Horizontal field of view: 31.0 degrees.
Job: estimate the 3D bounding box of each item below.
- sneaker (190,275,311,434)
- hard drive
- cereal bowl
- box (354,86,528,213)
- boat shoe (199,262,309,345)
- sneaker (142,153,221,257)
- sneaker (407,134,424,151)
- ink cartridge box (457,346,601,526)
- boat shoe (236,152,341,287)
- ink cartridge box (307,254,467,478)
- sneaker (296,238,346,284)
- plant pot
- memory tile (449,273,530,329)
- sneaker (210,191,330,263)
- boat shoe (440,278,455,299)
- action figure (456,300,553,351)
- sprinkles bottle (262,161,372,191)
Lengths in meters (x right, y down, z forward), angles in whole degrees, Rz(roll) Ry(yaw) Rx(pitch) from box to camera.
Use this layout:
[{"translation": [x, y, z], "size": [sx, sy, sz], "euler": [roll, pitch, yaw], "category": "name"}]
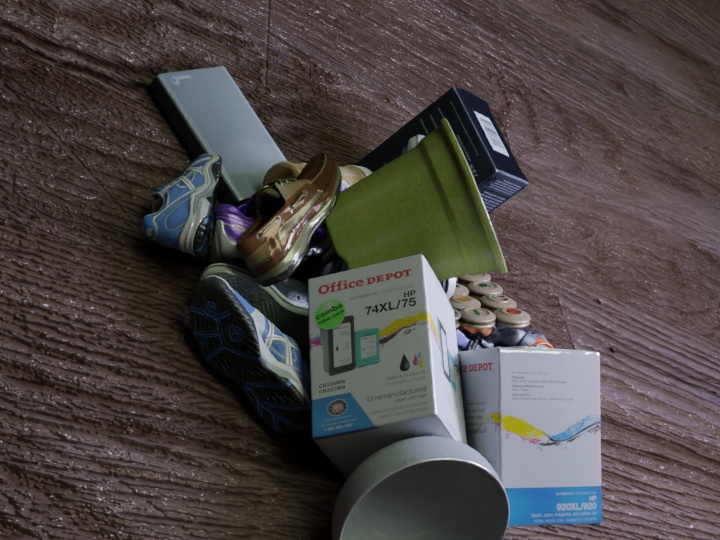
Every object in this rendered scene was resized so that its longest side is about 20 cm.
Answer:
[{"translation": [-0.119, 0.091, 1.467], "size": [0.201, 0.075, 0.077], "euler": [56, 27, -8], "category": "sneaker"}, {"translation": [-0.176, -0.176, 1.700], "size": [0.201, 0.033, 0.139], "euler": [56, 34, 10], "category": "hard drive"}, {"translation": [0.059, 0.258, 1.413], "size": [0.199, 0.201, 0.084], "euler": [27, 22, -29], "category": "cereal bowl"}, {"translation": [0.111, -0.134, 1.831], "size": [0.104, 0.199, 0.149], "euler": [12, 48, -56], "category": "box"}, {"translation": [-0.113, 0.031, 1.539], "size": [0.199, 0.075, 0.063], "euler": [24, 36, -41], "category": "boat shoe"}, {"translation": [-0.208, -0.088, 1.540], "size": [0.076, 0.077, 0.201], "euler": [9, 27, -3], "category": "sneaker"}, {"translation": [0.076, -0.082, 1.744], "size": [0.074, 0.086, 0.203], "euler": [7, 77, -53], "category": "sneaker"}, {"translation": [0.189, 0.195, 1.536], "size": [0.143, 0.147, 0.203], "euler": [3, 83, -24], "category": "ink cartridge box"}, {"translation": [-0.083, -0.072, 1.501], "size": [0.074, 0.075, 0.201], "euler": [45, 44, -21], "category": "boat shoe"}, {"translation": [0.030, 0.114, 1.481], "size": [0.146, 0.145, 0.202], "euler": [57, 25, -55], "category": "ink cartridge box"}, {"translation": [0.000, 0.000, 1.696], "size": [0.116, 0.075, 0.200], "euler": [50, 33, -2], "category": "sneaker"}, {"translation": [0.056, -0.056, 1.566], "size": [0.200, 0.182, 0.203], "euler": [-22, 90, -86], "category": "plant pot"}, {"translation": [0.129, 0.035, 1.732], "size": [0.151, 0.017, 0.200], "euler": [0, 20, -16], "category": "memory tile"}, {"translation": [-0.105, -0.053, 1.565], "size": [0.199, 0.080, 0.085], "euler": [-5, 91, -59], "category": "sneaker"}, {"translation": [0.053, -0.043, 1.688], "size": [0.060, 0.076, 0.201], "euler": [-5, 48, -40], "category": "boat shoe"}, {"translation": [0.181, 0.088, 1.726], "size": [0.193, 0.105, 0.200], "euler": [29, -6, 48], "category": "action figure"}, {"translation": [-0.050, -0.107, 1.710], "size": [0.069, 0.068, 0.199], "euler": [59, 26, 14], "category": "sprinkles bottle"}]
